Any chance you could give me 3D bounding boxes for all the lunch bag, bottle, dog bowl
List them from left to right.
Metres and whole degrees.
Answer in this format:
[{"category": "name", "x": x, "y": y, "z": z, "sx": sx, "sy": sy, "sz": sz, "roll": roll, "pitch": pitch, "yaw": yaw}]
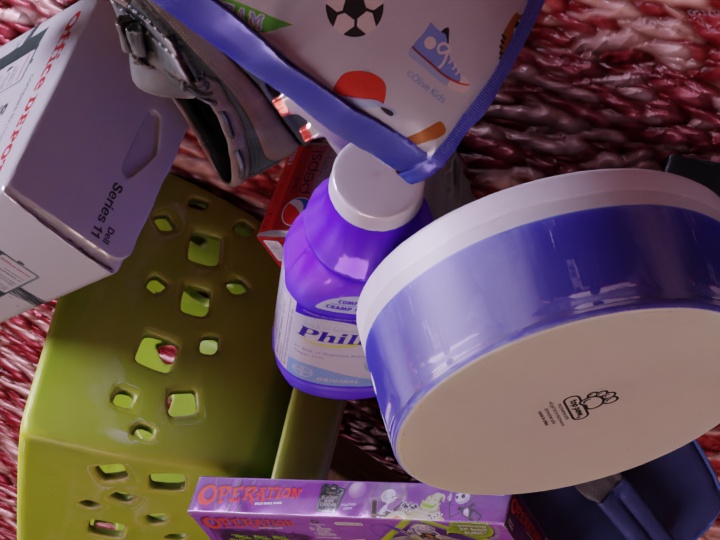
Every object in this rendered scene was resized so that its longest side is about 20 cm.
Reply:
[{"category": "lunch bag", "x": -0.004, "y": -0.159, "z": 1.129, "sx": 0.170, "sy": 0.201, "sz": 0.124, "roll": 34, "pitch": 150, "yaw": -24}, {"category": "bottle", "x": 0.000, "y": 0.000, "z": 1.397, "sx": 0.083, "sy": 0.066, "sz": 0.200, "roll": 2, "pitch": 152, "yaw": -6}, {"category": "dog bowl", "x": 0.102, "y": 0.035, "z": 1.351, "sx": 0.198, "sy": 0.079, "sz": 0.200, "roll": -11, "pitch": 153, "yaw": -6}, {"category": "lunch bag", "x": 0.119, "y": 0.114, "z": 1.547, "sx": 0.132, "sy": 0.136, "sz": 0.200, "roll": 46, "pitch": 175, "yaw": 44}]

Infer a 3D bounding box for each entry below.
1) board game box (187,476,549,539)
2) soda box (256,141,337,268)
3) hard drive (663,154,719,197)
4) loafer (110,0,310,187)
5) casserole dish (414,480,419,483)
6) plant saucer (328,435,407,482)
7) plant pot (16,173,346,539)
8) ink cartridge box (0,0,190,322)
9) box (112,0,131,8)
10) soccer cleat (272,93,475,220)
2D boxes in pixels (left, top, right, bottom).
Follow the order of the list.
[{"category": "board game box", "x": 0.015, "y": 0.159, "z": 1.500, "sx": 0.199, "sy": 0.032, "sz": 0.120, "roll": 0, "pitch": 148, "yaw": 28}, {"category": "soda box", "x": 0.017, "y": 0.009, "z": 1.553, "sx": 0.063, "sy": 0.070, "sz": 0.200, "roll": 3, "pitch": 147, "yaw": 30}, {"category": "hard drive", "x": 0.227, "y": 0.017, "z": 1.453, "sx": 0.139, "sy": 0.038, "sz": 0.200, "roll": 14, "pitch": 151, "yaw": 14}, {"category": "loafer", "x": -0.086, "y": -0.101, "z": 1.389, "sx": 0.072, "sy": 0.063, "sz": 0.200, "roll": 47, "pitch": -178, "yaw": 35}, {"category": "casserole dish", "x": 0.125, "y": 0.167, "z": 1.793, "sx": 0.200, "sy": 0.039, "sz": 0.121, "roll": 35, "pitch": 149, "yaw": -25}, {"category": "plant saucer", "x": 0.026, "y": 0.168, "z": 1.808, "sx": 0.200, "sy": 0.030, "sz": 0.200, "roll": 37, "pitch": 170, "yaw": 8}, {"category": "plant pot", "x": -0.099, "y": 0.077, "z": 1.632, "sx": 0.180, "sy": 0.201, "sz": 0.199, "roll": 15, "pitch": 151, "yaw": 0}, {"category": "ink cartridge box", "x": -0.188, "y": -0.056, "z": 1.504, "sx": 0.083, "sy": 0.147, "sz": 0.199, "roll": 36, "pitch": 148, "yaw": -24}, {"category": "box", "x": -0.151, "y": -0.196, "z": 1.200, "sx": 0.142, "sy": 0.200, "sz": 0.036, "roll": 29, "pitch": 113, "yaw": -12}, {"category": "soccer cleat", "x": 0.025, "y": -0.072, "z": 1.412, "sx": 0.077, "sy": 0.070, "sz": 0.200, "roll": -27, "pitch": 142, "yaw": 15}]
